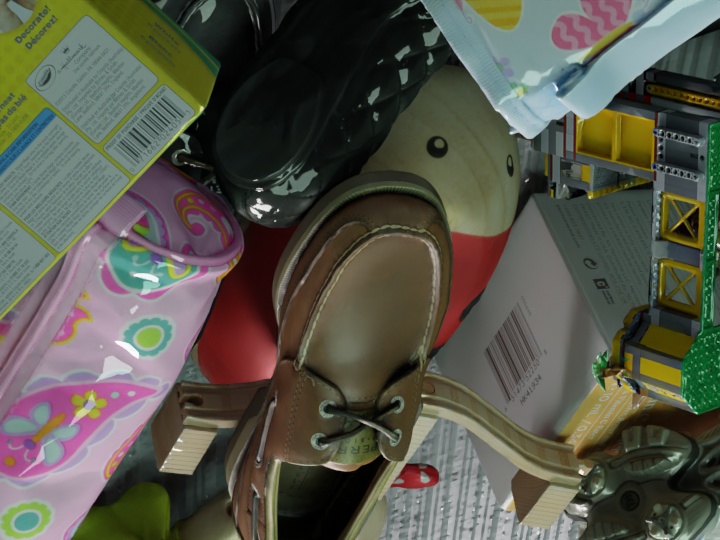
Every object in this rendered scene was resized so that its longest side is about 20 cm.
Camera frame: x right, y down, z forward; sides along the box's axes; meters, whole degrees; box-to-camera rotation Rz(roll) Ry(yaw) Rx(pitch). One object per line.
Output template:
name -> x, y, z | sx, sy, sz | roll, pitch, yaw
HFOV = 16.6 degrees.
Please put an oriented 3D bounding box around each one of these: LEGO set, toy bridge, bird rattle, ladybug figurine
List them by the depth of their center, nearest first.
LEGO set -> 0.151, -0.029, 1.065 | 0.200, 0.116, 0.155 | -26, 120, -36
toy bridge -> 0.014, 0.071, 1.069 | 0.199, 0.027, 0.067 | 10, 135, -23
ladybug figurine -> 0.000, 0.000, 1.072 | 0.135, 0.072, 0.200 | 6, 132, -37
bird rattle -> -0.047, 0.124, 1.203 | 0.200, 0.113, 0.163 | -39, 156, -6

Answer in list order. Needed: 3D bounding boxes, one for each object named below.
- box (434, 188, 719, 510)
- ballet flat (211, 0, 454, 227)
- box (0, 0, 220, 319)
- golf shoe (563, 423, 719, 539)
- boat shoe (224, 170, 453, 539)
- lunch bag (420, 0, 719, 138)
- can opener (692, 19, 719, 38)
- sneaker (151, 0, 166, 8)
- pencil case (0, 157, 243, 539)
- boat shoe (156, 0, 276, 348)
box -> 0.157, 0.034, 1.184 | 0.199, 0.098, 0.125 | -4, 143, -30
ballet flat -> 0.014, -0.101, 0.950 | 0.200, 0.066, 0.057 | -47, 162, -6
box -> -0.159, -0.089, 0.822 | 0.200, 0.048, 0.117 | 41, 111, -15
golf shoe -> 0.194, 0.094, 1.116 | 0.199, 0.079, 0.097 | -17, 153, 28
boat shoe -> -0.003, 0.050, 0.971 | 0.072, 0.068, 0.201 | 2, 136, -15
lunch bag -> 0.080, -0.156, 0.829 | 0.169, 0.200, 0.127 | -38, 142, 13
can opener -> 0.193, -0.145, 1.037 | 0.199, 0.064, 0.079 | -16, 170, -1
sneaker -> -0.116, -0.094, 0.896 | 0.199, 0.074, 0.080 | -31, 149, 19
pencil case -> -0.124, 0.044, 0.944 | 0.087, 0.088, 0.200 | 13, 121, -42
boat shoe -> -0.070, -0.040, 0.983 | 0.070, 0.066, 0.201 | -5, 137, -29
